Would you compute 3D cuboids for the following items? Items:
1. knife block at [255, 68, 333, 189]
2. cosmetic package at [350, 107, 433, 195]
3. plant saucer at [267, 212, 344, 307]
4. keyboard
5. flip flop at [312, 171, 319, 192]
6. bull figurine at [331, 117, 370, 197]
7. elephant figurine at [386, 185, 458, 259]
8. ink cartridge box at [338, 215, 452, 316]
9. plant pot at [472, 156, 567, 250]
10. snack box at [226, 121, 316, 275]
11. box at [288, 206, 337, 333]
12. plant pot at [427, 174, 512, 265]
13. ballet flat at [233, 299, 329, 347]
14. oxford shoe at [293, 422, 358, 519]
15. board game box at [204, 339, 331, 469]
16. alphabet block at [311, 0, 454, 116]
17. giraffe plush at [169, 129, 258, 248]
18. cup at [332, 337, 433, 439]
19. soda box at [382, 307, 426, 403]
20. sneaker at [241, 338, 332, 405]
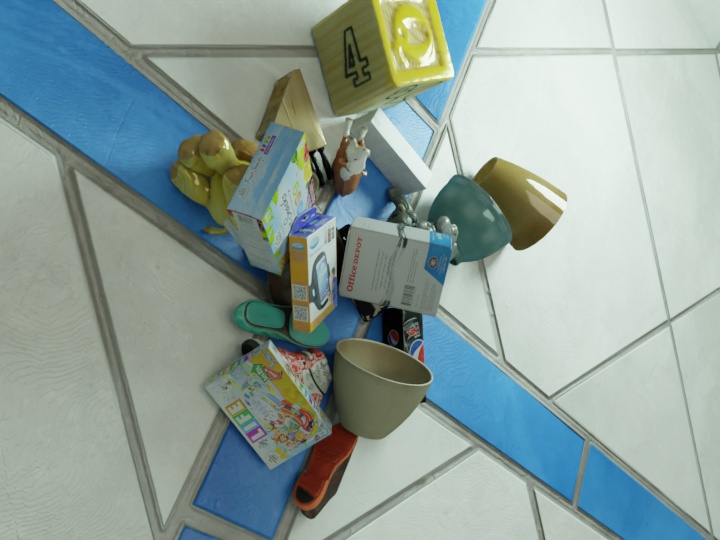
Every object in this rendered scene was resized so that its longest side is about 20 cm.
[{"bbox_3d":[-0.110,-0.264,1.259,0.174,0.064,0.203,30,66,-34],"label":"knife block"},{"bbox_3d":[0.067,-0.255,1.395,0.200,0.082,0.051,46,56,-26],"label":"cosmetic package"},{"bbox_3d":[-0.091,-0.007,1.207,0.199,0.036,0.204,-24,122,-45],"label":"plant saucer"},{"bbox_3d":[0.000,0.000,1.344,0.103,0.040,0.202,-33,107,-14],"label":"keyboard"},{"bbox_3d":[-0.129,-0.093,1.195,0.081,0.057,0.202,25,93,-37],"label":"flip flop"},{"bbox_3d":[-0.019,-0.219,1.257,0.064,0.200,0.123,13,73,-8],"label":"bull figurine"},{"bbox_3d":[0.102,-0.071,1.370,0.155,0.198,0.143,-38,133,-31],"label":"elephant figurine"},{"bbox_3d":[0.068,-0.010,1.247,0.086,0.197,0.149,-69,171,-67],"label":"ink cartridge box"},{"bbox_3d":[0.382,-0.186,1.602,0.199,0.186,0.188,39,60,-13],"label":"plant pot"},{"bbox_3d":[-0.139,-0.111,1.052,0.067,0.201,0.171,18,67,11],"label":"snack box"},{"bbox_3d":[-0.081,-0.007,1.130,0.119,0.041,0.203,-45,141,-58],"label":"box"},{"bbox_3d":[0.227,-0.098,1.454,0.134,0.200,0.201,-39,111,-7],"label":"plant pot"},{"bbox_3d":[-0.148,0.096,1.173,0.198,0.070,0.068,22,72,-39],"label":"ballet flat"},{"bbox_3d":[-0.061,0.378,1.224,0.200,0.070,0.073,-51,144,-36],"label":"oxford shoe"},{"bbox_3d":[-0.158,0.237,1.116,0.133,0.034,0.201,-31,109,8],"label":"board game box"},{"bbox_3d":[0.046,-0.453,1.326,0.194,0.199,0.199,-23,98,-40],"label":"alphabet block"},{"bbox_3d":[-0.206,-0.166,1.115,0.162,0.171,0.202,-47,122,-42],"label":"giraffe plush"},{"bbox_3d":[0.026,0.239,1.241,0.198,0.200,0.145,10,104,-38],"label":"cup"},{"bbox_3d":[0.093,0.181,1.362,0.063,0.070,0.204,4,82,-40],"label":"soda box"},{"bbox_3d":[-0.130,0.170,1.182,0.202,0.067,0.108,54,54,-25],"label":"sneaker"}]
